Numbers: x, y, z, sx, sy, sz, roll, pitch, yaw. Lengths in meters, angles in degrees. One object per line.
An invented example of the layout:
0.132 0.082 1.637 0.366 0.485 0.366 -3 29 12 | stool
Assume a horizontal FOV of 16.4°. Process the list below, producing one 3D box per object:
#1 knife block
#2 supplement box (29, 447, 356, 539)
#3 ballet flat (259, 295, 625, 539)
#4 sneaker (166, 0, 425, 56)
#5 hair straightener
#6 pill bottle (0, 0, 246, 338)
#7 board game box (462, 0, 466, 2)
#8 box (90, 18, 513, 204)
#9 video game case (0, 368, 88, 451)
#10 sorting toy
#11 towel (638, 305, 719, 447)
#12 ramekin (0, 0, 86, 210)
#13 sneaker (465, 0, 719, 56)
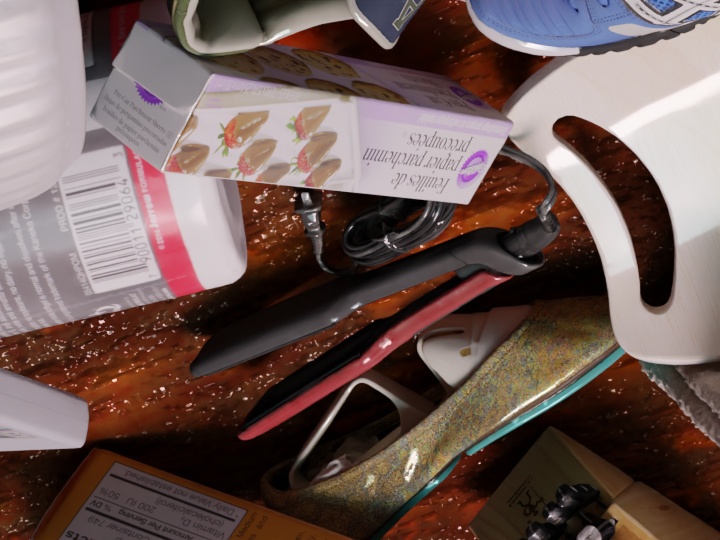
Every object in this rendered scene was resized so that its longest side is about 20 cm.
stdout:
0.132 0.154 1.110 0.200 0.176 0.064 33 101 -35 | knife block
-0.043 0.146 1.085 0.199 0.069 0.067 19 141 24 | supplement box
0.032 0.059 1.089 0.200 0.071 0.071 -40 128 24 | ballet flat
-0.051 -0.115 0.807 0.199 0.090 0.067 8 161 36 | sneaker
0.000 0.000 1.013 0.200 0.041 0.077 -29 105 38 | hair straightener
-0.149 -0.028 0.929 0.199 0.111 0.111 -13 135 2 | pill bottle
0.032 -0.150 0.909 0.199 0.020 0.103 15 131 -24 | board game box
-0.016 -0.054 0.889 0.200 0.041 0.039 4 120 -56 | box
-0.227 0.043 0.914 0.181 0.024 0.200 -4 165 25 | video game case
0.156 -0.046 0.961 0.179 0.107 0.201 -23 109 21 | sorting toy
0.195 0.044 1.016 0.132 0.200 0.035 -9 104 -5 | towel
-0.156 -0.105 0.799 0.104 0.201 0.201 -12 136 -14 | ramekin
0.111 -0.122 0.845 0.199 0.076 0.077 -17 174 38 | sneaker
